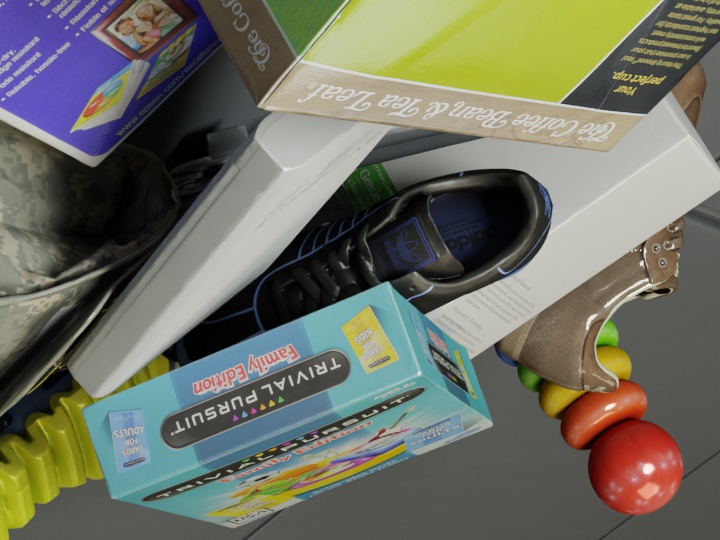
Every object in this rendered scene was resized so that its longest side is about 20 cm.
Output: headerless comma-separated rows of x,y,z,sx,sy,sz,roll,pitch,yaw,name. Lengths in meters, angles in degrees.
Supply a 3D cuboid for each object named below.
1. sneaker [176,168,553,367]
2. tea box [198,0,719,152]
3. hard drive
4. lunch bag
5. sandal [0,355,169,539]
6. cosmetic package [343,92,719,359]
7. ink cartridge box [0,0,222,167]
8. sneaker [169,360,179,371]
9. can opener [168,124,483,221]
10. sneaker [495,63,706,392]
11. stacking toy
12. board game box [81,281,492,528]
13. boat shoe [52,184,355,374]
0.000,0.000,1.054,0.199,0.070,0.078,-25,170,-5,sneaker
0.059,-0.156,0.737,0.200,0.134,0.197,3,138,-49,tea box
-0.041,-0.029,0.926,0.132,0.026,0.200,-40,176,-41,hard drive
-0.190,0.012,0.954,0.199,0.118,0.164,-5,154,-44,lunch bag
-0.185,0.086,1.155,0.200,0.087,0.080,-34,138,-37,sandal
0.080,-0.042,1.154,0.200,0.108,0.085,-37,153,12,cosmetic package
-0.091,-0.142,0.830,0.198,0.043,0.200,-42,156,9,ink cartridge box
-0.058,0.070,1.239,0.080,0.089,0.200,-11,150,-36,sneaker
0.000,-0.054,1.079,0.199,0.067,0.053,-13,169,-7,can opener
0.154,-0.024,1.214,0.200,0.075,0.070,-59,175,-5,sneaker
0.120,0.053,1.257,0.085,0.200,0.085,-23,156,-11,stacking toy
-0.028,0.071,1.039,0.150,0.047,0.200,-23,166,8,board game box
-0.090,0.011,1.120,0.199,0.066,0.070,-27,155,-6,boat shoe
